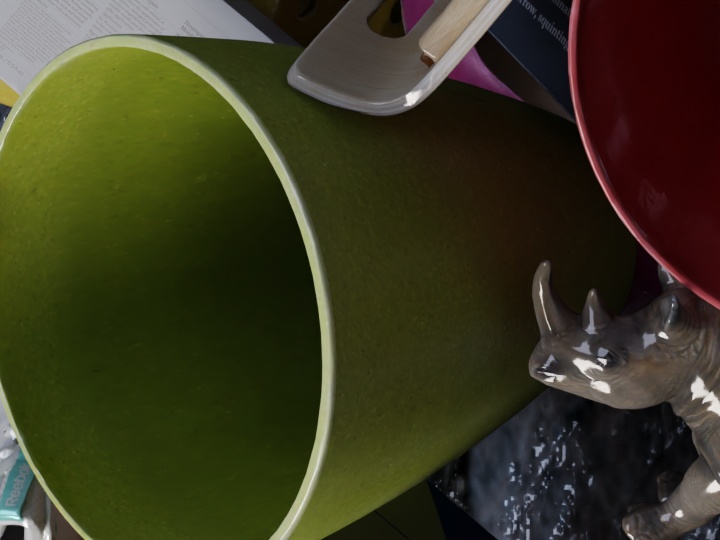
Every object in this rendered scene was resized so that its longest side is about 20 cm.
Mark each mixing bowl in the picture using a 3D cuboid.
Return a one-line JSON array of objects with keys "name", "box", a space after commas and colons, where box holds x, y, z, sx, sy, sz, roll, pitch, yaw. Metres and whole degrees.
[{"name": "mixing bowl", "box": [0.168, -0.085, 0.897, 0.200, 0.200, 0.108, -62, 5, 23]}]

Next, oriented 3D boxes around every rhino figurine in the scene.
[{"name": "rhino figurine", "box": [0.132, 0.061, 0.929, 0.087, 0.200, 0.060, -41, 14, 29]}]

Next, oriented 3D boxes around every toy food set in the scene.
[{"name": "toy food set", "box": [0.061, -0.148, 0.894, 0.060, 0.144, 0.200, 40, 124, -1]}]

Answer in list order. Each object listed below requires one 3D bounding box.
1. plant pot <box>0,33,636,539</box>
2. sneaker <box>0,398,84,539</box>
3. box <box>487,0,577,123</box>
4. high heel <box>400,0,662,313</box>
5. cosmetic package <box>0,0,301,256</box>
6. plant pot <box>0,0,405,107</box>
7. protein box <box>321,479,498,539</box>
[{"name": "plant pot", "box": [0.000, 0.000, 0.990, 0.187, 0.200, 0.188, 13, 108, 46]}, {"name": "sneaker", "box": [-0.129, 0.080, 1.128, 0.075, 0.088, 0.201, 10, 90, 6]}, {"name": "box", "box": [0.125, -0.165, 1.017, 0.148, 0.107, 0.200, 51, 123, 42]}, {"name": "high heel", "box": [0.081, -0.075, 1.079, 0.096, 0.067, 0.200, -48, 54, 46]}, {"name": "cosmetic package", "box": [-0.089, -0.089, 1.093, 0.200, 0.051, 0.083, 40, 102, 1]}, {"name": "plant pot", "box": [-0.076, -0.150, 1.200, 0.200, 0.194, 0.196, 31, 108, 28]}, {"name": "protein box", "box": [0.017, 0.225, 1.005, 0.198, 0.135, 0.200, 40, 117, 17]}]
